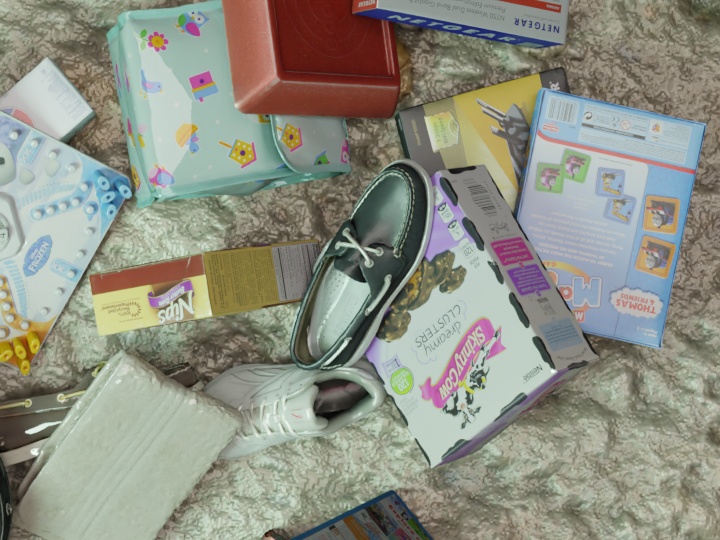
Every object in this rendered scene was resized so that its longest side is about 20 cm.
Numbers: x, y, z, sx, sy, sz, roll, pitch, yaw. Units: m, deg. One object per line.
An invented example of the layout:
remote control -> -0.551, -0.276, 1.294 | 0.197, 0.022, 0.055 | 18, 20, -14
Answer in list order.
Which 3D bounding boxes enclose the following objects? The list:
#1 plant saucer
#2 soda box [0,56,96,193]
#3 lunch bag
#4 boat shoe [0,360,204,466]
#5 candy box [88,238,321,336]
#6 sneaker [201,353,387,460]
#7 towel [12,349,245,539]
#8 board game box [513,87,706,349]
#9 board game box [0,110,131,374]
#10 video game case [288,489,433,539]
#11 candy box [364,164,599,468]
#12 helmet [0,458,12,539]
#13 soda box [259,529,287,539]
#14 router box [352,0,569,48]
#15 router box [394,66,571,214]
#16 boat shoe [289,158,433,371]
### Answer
plant saucer -> -0.038, -0.235, 1.700 | 0.199, 0.036, 0.202 | -3, 83, -46
soda box -> -0.327, -0.097, 1.733 | 0.200, 0.068, 0.064 | -41, 93, -4
lunch bag -> -0.108, -0.152, 1.723 | 0.198, 0.122, 0.172 | -9, 87, -16
boat shoe -> -0.238, 0.115, 1.734 | 0.198, 0.072, 0.060 | -19, 90, 1
candy box -> -0.125, 0.012, 1.663 | 0.116, 0.200, 0.057 | -10, 88, 27
sneaker -> -0.068, 0.118, 1.725 | 0.198, 0.099, 0.079 | -20, 99, -3
towel -> -0.204, 0.168, 1.701 | 0.132, 0.035, 0.200 | 29, 113, -25
board game box -> 0.210, -0.045, 1.724 | 0.150, 0.037, 0.202 | 12, 89, -4
board game box -> -0.324, -0.031, 1.696 | 0.199, 0.026, 0.201 | 27, 98, -29
video game case -> 0.023, 0.268, 1.674 | 0.018, 0.200, 0.143 | -45, 76, 25
candy box -> 0.083, 0.040, 1.687 | 0.168, 0.071, 0.201 | -41, 72, 35
helmet -> -0.392, 0.191, 1.664 | 0.198, 0.190, 0.202 | -14, 60, 26
soda box -> -0.020, 0.315, 1.744 | 0.199, 0.064, 0.069 | 35, 87, -1
router box -> 0.096, -0.301, 1.731 | 0.198, 0.049, 0.182 | 7, 87, -28
router box -> 0.131, -0.066, 1.766 | 0.156, 0.052, 0.202 | -16, 90, -3
boat shoe -> 0.000, 0.000, 1.657 | 0.075, 0.060, 0.202 | 30, 111, 26
